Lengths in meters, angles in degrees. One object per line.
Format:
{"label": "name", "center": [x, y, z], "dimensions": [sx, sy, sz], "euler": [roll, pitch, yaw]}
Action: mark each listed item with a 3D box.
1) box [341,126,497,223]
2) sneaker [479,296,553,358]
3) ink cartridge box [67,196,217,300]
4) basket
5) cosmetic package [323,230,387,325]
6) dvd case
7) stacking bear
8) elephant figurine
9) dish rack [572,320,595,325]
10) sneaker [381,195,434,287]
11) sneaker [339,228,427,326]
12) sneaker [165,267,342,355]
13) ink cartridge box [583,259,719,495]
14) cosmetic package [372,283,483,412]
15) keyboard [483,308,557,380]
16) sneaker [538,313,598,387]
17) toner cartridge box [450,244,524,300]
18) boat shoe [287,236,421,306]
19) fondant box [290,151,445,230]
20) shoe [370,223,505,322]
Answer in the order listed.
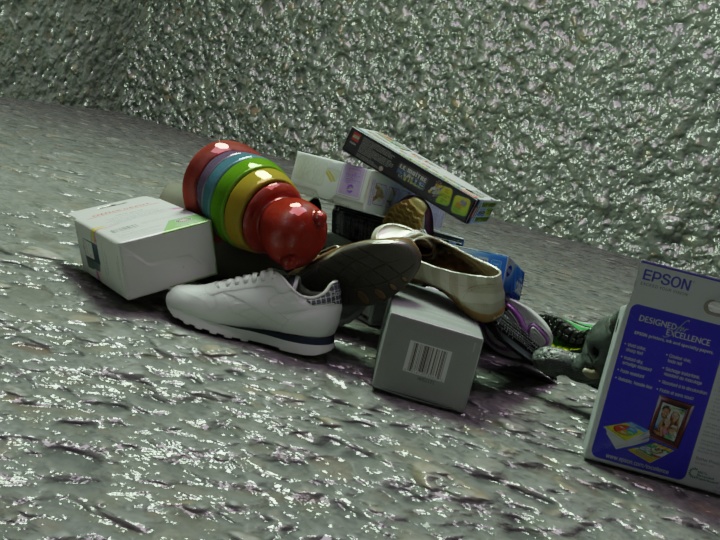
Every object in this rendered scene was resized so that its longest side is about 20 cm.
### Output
{"label": "box", "center": [0.080, -0.127, 1.213], "dimensions": [0.198, 0.035, 0.110], "euler": [33, 15, 18]}
{"label": "sneaker", "center": [0.179, 0.061, 1.254], "dimensions": [0.197, 0.077, 0.099], "euler": [19, 12, 29]}
{"label": "ink cartridge box", "center": [-0.264, -0.033, 1.080], "dimensions": [0.115, 0.069, 0.199], "euler": [-17, 22, -30]}
{"label": "basket", "center": [-0.167, -0.045, 1.214], "dimensions": [0.195, 0.139, 0.181], "euler": [11, 23, 10]}
{"label": "cosmetic package", "center": [-0.019, 0.005, 1.270], "dimensions": [0.050, 0.084, 0.199], "euler": [6, 12, -38]}
{"label": "dvd case", "center": [0.050, -0.016, 1.354], "dimensions": [0.196, 0.151, 0.016], "euler": [16, 47, 10]}
{"label": "stacking bear", "center": [-0.111, -0.066, 1.036], "dimensions": [0.199, 0.122, 0.114], "euler": [33, -11, 43]}
{"label": "elephant figurine", "center": [0.310, 0.089, 0.989], "dimensions": [0.199, 0.155, 0.142], "euler": [41, -16, 20]}
{"label": "dish rack", "center": [0.406, 0.126, 1.308], "dimensions": [0.169, 0.045, 0.199], "euler": [6, 13, -32]}
{"label": "sneaker", "center": [0.078, -0.036, 1.247], "dimensions": [0.089, 0.202, 0.075], "euler": [-26, 60, -28]}
{"label": "sneaker", "center": [0.000, 0.000, 1.120], "dimensions": [0.197, 0.083, 0.075], "euler": [-26, 56, -15]}
{"label": "sneaker", "center": [-0.116, 0.033, 0.998], "dimensions": [0.195, 0.082, 0.076], "euler": [10, 13, 4]}
{"label": "ink cartridge box", "center": [0.330, 0.106, 0.863], "dimensions": [0.194, 0.205, 0.043], "euler": [14, 13, 5]}
{"label": "cosmetic package", "center": [0.073, 0.077, 1.011], "dimensions": [0.104, 0.092, 0.200], "euler": [15, 7, 2]}
{"label": "keyboard", "center": [0.174, 0.063, 1.100], "dimensions": [0.128, 0.021, 0.199], "euler": [53, 10, 35]}
{"label": "sneaker", "center": [0.317, 0.104, 1.205], "dimensions": [0.084, 0.080, 0.199], "euler": [6, 12, -38]}
{"label": "toner cartridge box", "center": [0.162, 0.004, 1.214], "dimensions": [0.093, 0.044, 0.200], "euler": [11, -3, 16]}
{"label": "boat shoe", "center": [-0.017, -0.001, 1.025], "dimensions": [0.197, 0.077, 0.072], "euler": [-17, 24, 29]}
{"label": "fondant box", "center": [0.016, -0.112, 1.299], "dimensions": [0.142, 0.060, 0.198], "euler": [19, 7, 37]}
{"label": "shoe", "center": [0.086, -0.013, 1.028], "dimensions": [0.069, 0.054, 0.198], "euler": [-34, 47, -29]}
